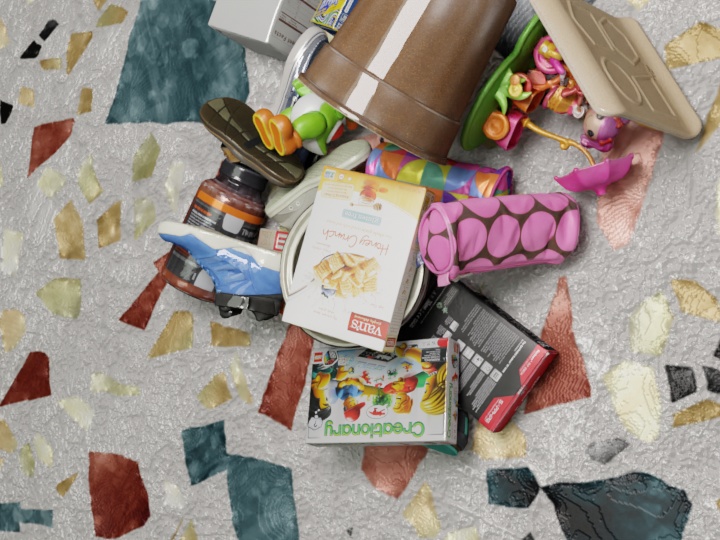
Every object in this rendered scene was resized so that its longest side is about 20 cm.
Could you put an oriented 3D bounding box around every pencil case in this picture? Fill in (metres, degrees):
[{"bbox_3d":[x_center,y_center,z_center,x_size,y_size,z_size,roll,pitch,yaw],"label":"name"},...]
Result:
[{"bbox_3d":[0.099,-0.114,1.171,0.200,0.088,0.089,19,93,29],"label":"pencil case"},{"bbox_3d":[0.166,-0.040,1.062,0.091,0.200,0.094,-37,64,62],"label":"pencil case"}]

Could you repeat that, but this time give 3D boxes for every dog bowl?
[{"bbox_3d":[0.000,0.000,1.150,0.200,0.074,0.200,-3,82,24],"label":"dog bowl"}]

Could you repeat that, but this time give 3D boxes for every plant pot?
[{"bbox_3d":[0.064,-0.254,1.024,0.200,0.200,0.198,40,107,27],"label":"plant pot"}]

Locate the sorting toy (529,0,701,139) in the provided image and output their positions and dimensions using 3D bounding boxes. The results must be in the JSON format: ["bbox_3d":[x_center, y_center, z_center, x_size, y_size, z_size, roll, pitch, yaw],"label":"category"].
[{"bbox_3d":[0.284,-0.229,1.017,0.036,0.200,0.185,-43,60,38],"label":"sorting toy"}]

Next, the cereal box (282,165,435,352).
[{"bbox_3d":[-0.003,-0.015,1.091,0.144,0.040,0.200,14,89,26],"label":"cereal box"}]

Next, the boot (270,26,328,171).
[{"bbox_3d":[-0.070,-0.240,1.296,0.090,0.073,0.200,31,108,24],"label":"boot"}]

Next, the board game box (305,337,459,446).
[{"bbox_3d":[0.026,0.155,1.136,0.200,0.035,0.126,-8,68,30],"label":"board game box"}]

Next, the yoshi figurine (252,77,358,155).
[{"bbox_3d":[-0.042,-0.236,1.212,0.200,0.112,0.112,-28,77,-19],"label":"yoshi figurine"}]

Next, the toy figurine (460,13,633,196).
[{"bbox_3d":[0.247,-0.180,1.070,0.184,0.150,0.200,37,119,16],"label":"toy figurine"}]

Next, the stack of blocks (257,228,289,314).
[{"bbox_3d":[-0.053,0.013,1.253,0.200,0.059,0.115,9,88,30],"label":"stack of blocks"}]

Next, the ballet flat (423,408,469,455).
[{"bbox_3d":[0.055,0.189,1.173,0.200,0.073,0.073,5,86,36],"label":"ballet flat"}]

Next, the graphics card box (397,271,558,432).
[{"bbox_3d":[0.133,0.093,1.143,0.200,0.051,0.126,38,103,27],"label":"graphics card box"}]

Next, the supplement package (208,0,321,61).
[{"bbox_3d":[-0.112,-0.416,1.308,0.117,0.117,0.200,24,95,29],"label":"supplement package"}]

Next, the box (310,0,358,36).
[{"bbox_3d":[0.041,-0.293,1.154,0.064,0.200,0.070,-62,34,6],"label":"box"}]

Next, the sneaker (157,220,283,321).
[{"bbox_3d":[-0.195,0.006,1.234,0.200,0.077,0.111,18,93,4],"label":"sneaker"}]

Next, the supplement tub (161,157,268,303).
[{"bbox_3d":[-0.206,-0.060,1.322,0.107,0.107,0.200,30,99,29],"label":"supplement tub"}]

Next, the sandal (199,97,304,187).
[{"bbox_3d":[-0.158,-0.175,1.281,0.200,0.082,0.055,41,137,19],"label":"sandal"}]

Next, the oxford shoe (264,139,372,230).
[{"bbox_3d":[-0.051,-0.117,1.255,0.200,0.075,0.058,-32,110,35],"label":"oxford shoe"}]
